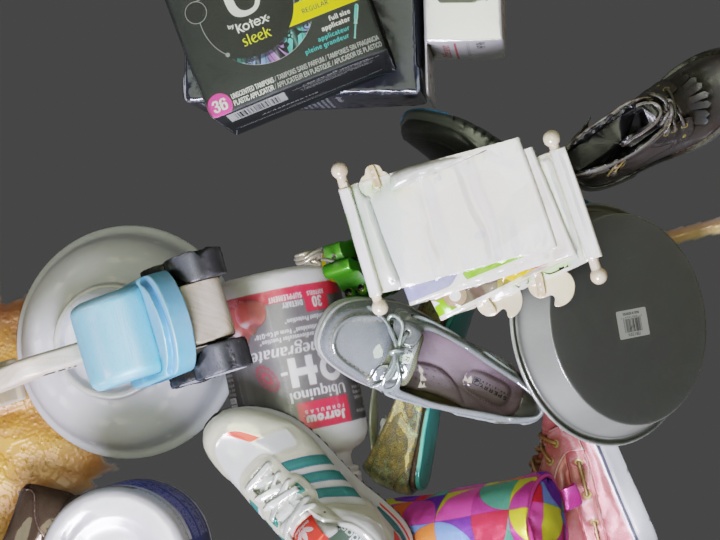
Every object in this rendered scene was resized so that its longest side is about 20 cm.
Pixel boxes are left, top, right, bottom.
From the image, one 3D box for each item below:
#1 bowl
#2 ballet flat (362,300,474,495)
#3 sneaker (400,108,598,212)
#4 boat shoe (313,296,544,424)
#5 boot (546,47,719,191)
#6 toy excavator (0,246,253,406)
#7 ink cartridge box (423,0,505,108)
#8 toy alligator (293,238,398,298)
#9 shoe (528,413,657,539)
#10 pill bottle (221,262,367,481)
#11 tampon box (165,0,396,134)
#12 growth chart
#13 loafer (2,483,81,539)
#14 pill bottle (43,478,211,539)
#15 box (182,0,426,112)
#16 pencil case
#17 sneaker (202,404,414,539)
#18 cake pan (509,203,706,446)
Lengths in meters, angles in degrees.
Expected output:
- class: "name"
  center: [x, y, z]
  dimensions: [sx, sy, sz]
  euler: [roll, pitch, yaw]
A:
- class: "bowl"
  center: [-0.205, 0.060, 1.763]
  dimensions: [0.200, 0.090, 0.203]
  euler: [0, 87, 5]
- class: "ballet flat"
  center: [0.046, 0.087, 1.757]
  dimensions: [0.070, 0.071, 0.201]
  euler: [15, 89, 5]
- class: "sneaker"
  center: [0.110, -0.064, 1.751]
  dimensions: [0.199, 0.073, 0.082]
  euler: [35, 90, 5]
- class: "boat shoe"
  center: [0.057, 0.077, 1.685]
  dimensions: [0.201, 0.065, 0.075]
  euler: [25, 88, -23]
- class: "boot"
  center: [0.242, -0.121, 1.692]
  dimensions: [0.199, 0.174, 0.069]
  euler: [-34, 85, 3]
- class: "toy excavator"
  center: [-0.211, 0.060, 1.660]
  dimensions: [0.199, 0.194, 0.101]
  euler: [-14, 86, -25]
- class: "ink cartridge box"
  center: [0.087, -0.242, 1.739]
  dimensions: [0.067, 0.116, 0.202]
  euler: [-1, 88, 6]
- class: "toy alligator"
  center: [0.000, 0.000, 1.700]
  dimensions: [0.059, 0.200, 0.055]
  euler: [-18, 90, 25]
- class: "shoe"
  center: [0.168, 0.156, 1.739]
  dimensions: [0.091, 0.071, 0.201]
  euler: [-24, 89, 0]
- class: "pill bottle"
  center: [-0.055, 0.100, 1.739]
  dimensions: [0.110, 0.111, 0.201]
  euler: [-12, 87, 4]
- class: "tampon box"
  center: [-0.077, -0.230, 1.629]
  dimensions: [0.149, 0.126, 0.201]
  euler: [-22, 87, 3]
- class: "growth chart"
  center: [0.086, -0.031, 1.630]
  dimensions: [0.199, 0.018, 0.146]
  euler: [-10, 96, 9]
- class: "loafer"
  center: [-0.304, 0.269, 1.778]
  dimensions: [0.071, 0.073, 0.201]
  euler: [31, 85, 15]
- class: "pill bottle"
  center: [-0.184, 0.232, 1.698]
  dimensions: [0.119, 0.200, 0.121]
  euler: [0, 88, 5]
- class: "box"
  center: [-0.046, -0.237, 1.748]
  dimensions: [0.198, 0.117, 0.198]
  euler: [-2, 88, 5]
- class: "pencil case"
  center: [0.080, 0.218, 1.707]
  dimensions: [0.199, 0.088, 0.089]
  euler: [-12, 86, 29]
- class: "sneaker"
  center: [-0.044, 0.183, 1.641]
  dimensions: [0.199, 0.093, 0.070]
  euler: [39, 105, -1]
- class: "cake pan"
  center: [0.209, 0.042, 1.699]
  dimensions: [0.199, 0.037, 0.202]
  euler: [6, 80, -35]
